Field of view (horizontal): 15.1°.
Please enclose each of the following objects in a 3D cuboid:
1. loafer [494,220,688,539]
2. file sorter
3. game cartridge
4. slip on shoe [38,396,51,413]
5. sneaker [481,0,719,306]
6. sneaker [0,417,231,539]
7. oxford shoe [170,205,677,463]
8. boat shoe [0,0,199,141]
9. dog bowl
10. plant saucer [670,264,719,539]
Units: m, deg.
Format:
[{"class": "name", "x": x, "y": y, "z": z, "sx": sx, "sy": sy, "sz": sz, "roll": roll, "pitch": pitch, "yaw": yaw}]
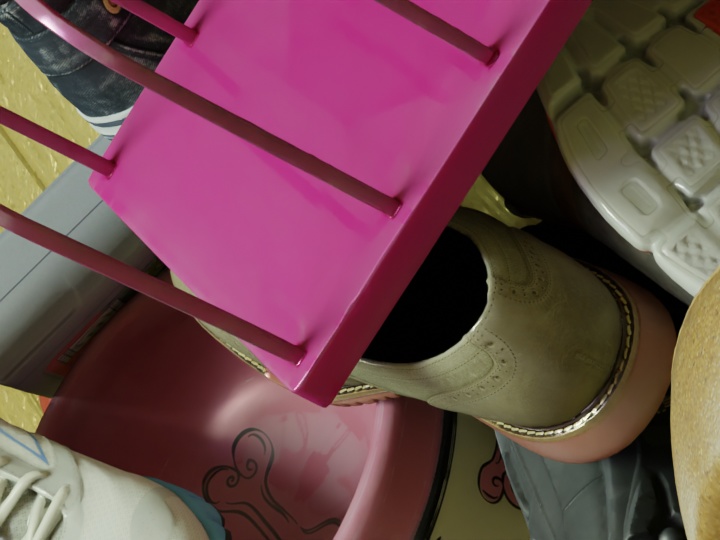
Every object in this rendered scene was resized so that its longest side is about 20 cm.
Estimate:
[{"class": "loafer", "x": 0.082, "y": 0.073, "z": 0.772, "sx": 0.070, "sy": 0.068, "sz": 0.201, "roll": 106, "pitch": 153, "yaw": -44}, {"class": "file sorter", "x": -0.030, "y": -0.098, "z": 0.710, "sx": 0.200, "sy": 0.125, "sz": 0.139, "roll": -57, "pitch": 38, "yaw": 7}, {"class": "game cartridge", "x": -0.076, "y": -0.013, "z": 0.948, "sx": 0.041, "sy": 0.133, "sz": 0.200, "roll": 41, "pitch": 179, "yaw": 6}, {"class": "slip on shoe", "x": -0.097, "y": 0.065, "z": 1.121, "sx": 0.200, "sy": 0.061, "sz": 0.074, "roll": 28, "pitch": 120, "yaw": 60}, {"class": "sneaker", "x": 0.070, "y": -0.043, "z": 0.780, "sx": 0.200, "sy": 0.077, "sz": 0.082, "roll": 50, "pitch": 158, "yaw": 33}, {"class": "sneaker", "x": -0.124, "y": 0.074, "z": 0.844, "sx": 0.200, "sy": 0.087, "sz": 0.075, "roll": 14, "pitch": 72, "yaw": 46}, {"class": "oxford shoe", "x": 0.000, "y": 0.000, "z": 0.781, "sx": 0.200, "sy": 0.074, "sz": 0.071, "roll": 10, "pitch": 76, "yaw": 50}, {"class": "boat shoe", "x": -0.071, "y": -0.141, "z": 0.853, "sx": 0.071, "sy": 0.091, "sz": 0.200, "roll": -19, "pitch": 47, "yaw": 31}, {"class": "dog bowl", "x": -0.032, "y": 0.076, "z": 0.876, "sx": 0.200, "sy": 0.074, "sz": 0.200, "roll": -24, "pitch": 49, "yaw": 32}, {"class": "plant saucer", "x": 0.140, "y": 0.077, "z": 0.575, "sx": 0.200, "sy": 0.035, "sz": 0.200, "roll": 32, "pitch": 147, "yaw": 24}]
